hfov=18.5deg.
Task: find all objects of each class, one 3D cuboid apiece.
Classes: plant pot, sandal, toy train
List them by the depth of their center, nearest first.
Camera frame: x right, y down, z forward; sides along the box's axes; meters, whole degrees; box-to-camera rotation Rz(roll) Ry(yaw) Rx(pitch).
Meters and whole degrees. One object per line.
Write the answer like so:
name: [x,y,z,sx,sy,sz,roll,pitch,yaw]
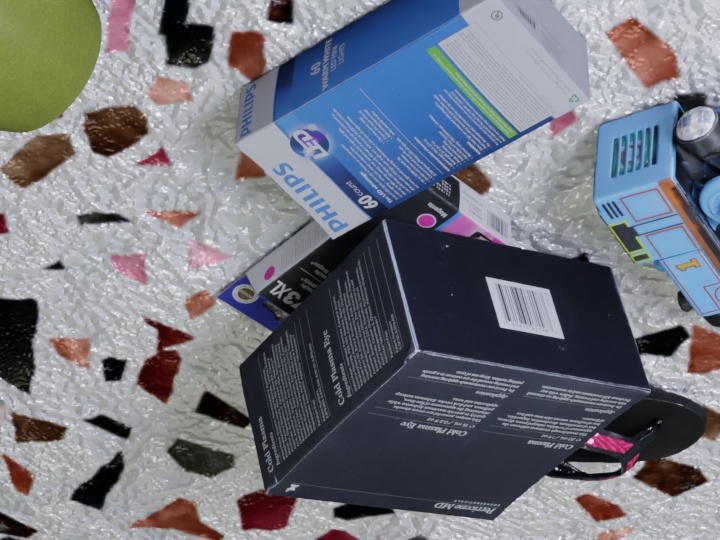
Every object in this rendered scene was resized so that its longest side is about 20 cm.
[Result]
plant pot: [-0.247,-0.163,1.256,0.187,0.188,0.200,-27,143,27]
toy train: [0.233,-0.029,1.420,0.114,0.087,0.200,-15,136,29]
sandal: [0.153,0.129,1.605,0.199,0.045,0.075,-6,135,9]

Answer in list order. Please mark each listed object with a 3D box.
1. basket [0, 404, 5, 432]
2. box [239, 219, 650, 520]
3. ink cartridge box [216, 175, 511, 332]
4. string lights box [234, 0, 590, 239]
basket: [-0.388,0.140,1.561,0.198,0.161,0.200,-28,129,27]
box: [0.053,0.072,1.469,0.199,0.105,0.182,11,139,-35]
ink cartridge box: [0.000,0.000,1.492,0.095,0.037,0.200,33,130,-28]
string lights box: [0.031,-0.108,1.361,0.199,0.059,0.103,-27,128,27]
